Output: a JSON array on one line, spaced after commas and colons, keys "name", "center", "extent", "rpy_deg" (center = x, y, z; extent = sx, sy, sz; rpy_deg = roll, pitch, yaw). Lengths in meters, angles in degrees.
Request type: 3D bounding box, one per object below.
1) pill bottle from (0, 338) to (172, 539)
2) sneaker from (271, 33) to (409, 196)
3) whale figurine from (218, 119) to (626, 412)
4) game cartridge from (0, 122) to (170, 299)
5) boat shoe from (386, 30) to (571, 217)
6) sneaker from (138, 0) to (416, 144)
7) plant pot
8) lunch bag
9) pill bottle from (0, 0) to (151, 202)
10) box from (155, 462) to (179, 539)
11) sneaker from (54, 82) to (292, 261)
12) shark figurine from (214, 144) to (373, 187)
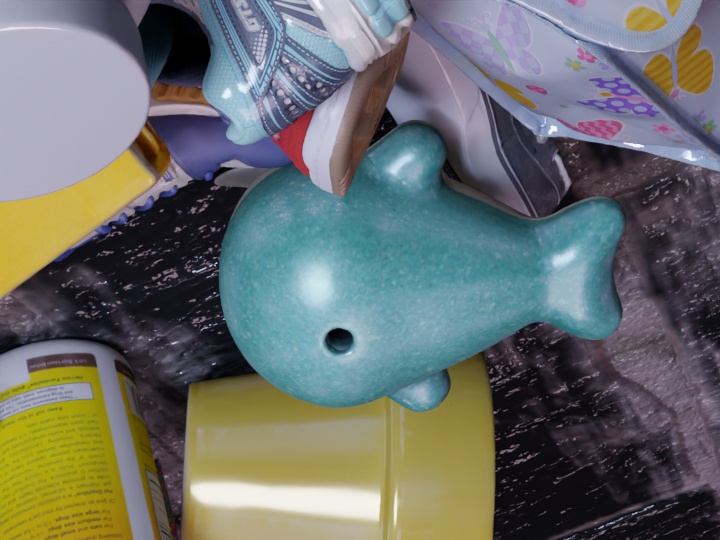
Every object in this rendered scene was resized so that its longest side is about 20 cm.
[{"name": "pill bottle", "center": [-0.168, 0.149, 0.982], "extent": [0.109, 0.201, 0.109], "rpy_deg": [-13, 150, -8]}, {"name": "sneaker", "center": [-0.041, -0.090, 0.683], "extent": [0.112, 0.200, 0.072], "rpy_deg": [24, 101, -3]}, {"name": "whale figurine", "center": [0.030, 0.008, 0.809], "extent": [0.199, 0.104, 0.160], "rpy_deg": [1, 118, 4]}, {"name": "game cartridge", "center": [-0.206, -0.056, 0.690], "extent": [0.200, 0.032, 0.176], "rpy_deg": [-32, 108, 26]}, {"name": "boat shoe", "center": [0.062, -0.086, 0.856], "extent": [0.068, 0.072, 0.200], "rpy_deg": [-48, 138, -13]}, {"name": "sneaker", "center": [-0.075, -0.114, 0.599], "extent": [0.086, 0.200, 0.078], "rpy_deg": [-47, 141, -8]}, {"name": "plant pot", "center": [-0.020, 0.140, 1.077], "extent": [0.188, 0.202, 0.201], "rpy_deg": [4, 148, -5]}, {"name": "lunch bag", "center": [0.093, -0.149, 0.631], "extent": [0.127, 0.170, 0.200], "rpy_deg": [15, 170, 38]}, {"name": "pill bottle", "center": [-0.129, -0.127, 0.538], "extent": [0.112, 0.201, 0.113], "rpy_deg": [-13, 151, -8]}, {"name": "box", "center": [-0.240, 0.243, 1.183], "extent": [0.199, 0.122, 0.193], "rpy_deg": [-5, 147, -22]}, {"name": "sneaker", "center": [-0.121, -0.049, 0.770], "extent": [0.199, 0.089, 0.075], "rpy_deg": [1, -172, -18]}, {"name": "shark figurine", "center": [-0.011, 0.009, 0.928], "extent": [0.127, 0.090, 0.215], "rpy_deg": [-1, 152, 5]}]
